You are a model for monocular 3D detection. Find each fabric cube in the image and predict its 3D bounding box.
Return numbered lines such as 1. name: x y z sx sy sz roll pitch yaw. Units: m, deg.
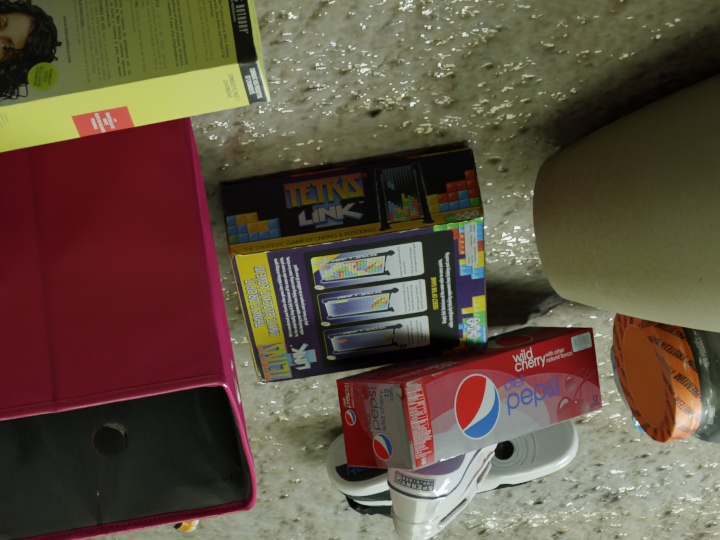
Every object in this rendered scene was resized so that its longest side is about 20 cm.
1. fabric cube: -0.177 0.035 1.441 0.199 0.200 0.196 -9 152 -2

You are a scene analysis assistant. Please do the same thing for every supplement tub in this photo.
1. supplement tub: 0.278 0.043 1.594 0.199 0.123 0.123 -14 154 -14

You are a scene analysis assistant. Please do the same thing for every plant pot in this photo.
1. plant pot: 0.217 -0.038 1.486 0.199 0.188 0.187 -8 156 27

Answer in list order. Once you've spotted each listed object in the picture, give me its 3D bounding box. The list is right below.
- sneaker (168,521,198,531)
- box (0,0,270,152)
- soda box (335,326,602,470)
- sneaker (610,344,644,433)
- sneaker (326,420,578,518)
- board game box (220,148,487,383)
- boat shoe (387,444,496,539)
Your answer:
1. sneaker: -0.149 0.132 1.779 0.077 0.079 0.200 6 148 -2
2. box: -0.154 -0.114 1.302 0.199 0.076 0.050 -11 153 0
3. soda box: 0.079 0.088 1.683 0.200 0.064 0.070 -13 -171 -42
4. sneaker: 0.254 0.024 1.704 0.076 0.081 0.200 30 113 -37
5. sneaker: 0.081 0.151 1.896 0.199 0.073 0.112 -7 157 13
6. board game box: 0.000 0.000 1.589 0.165 0.057 0.200 -7 153 -1
7. boat shoe: 0.060 0.137 1.754 0.073 0.066 0.200 14 -158 18
